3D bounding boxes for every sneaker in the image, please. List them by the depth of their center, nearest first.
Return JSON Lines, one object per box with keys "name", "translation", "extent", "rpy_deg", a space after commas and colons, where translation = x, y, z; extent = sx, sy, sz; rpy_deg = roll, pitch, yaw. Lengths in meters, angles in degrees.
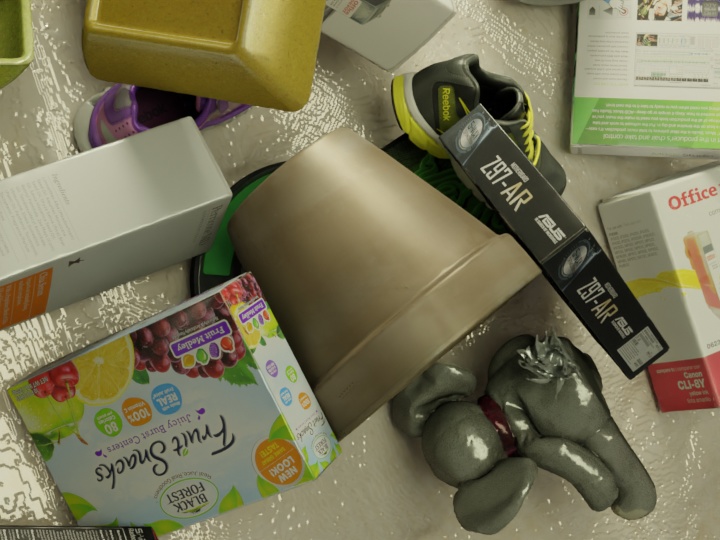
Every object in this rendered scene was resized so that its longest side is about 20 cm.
{"name": "sneaker", "translation": [-0.121, -0.144, 1.119], "extent": [0.200, 0.088, 0.081], "rpy_deg": [-40, 99, -26]}
{"name": "sneaker", "translation": [0.114, -0.108, 1.206], "extent": [0.200, 0.085, 0.075], "rpy_deg": [27, 53, -39]}

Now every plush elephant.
{"name": "plush elephant", "translation": [0.120, 0.131, 1.172], "extent": [0.200, 0.155, 0.165], "rpy_deg": [46, 18, -53]}

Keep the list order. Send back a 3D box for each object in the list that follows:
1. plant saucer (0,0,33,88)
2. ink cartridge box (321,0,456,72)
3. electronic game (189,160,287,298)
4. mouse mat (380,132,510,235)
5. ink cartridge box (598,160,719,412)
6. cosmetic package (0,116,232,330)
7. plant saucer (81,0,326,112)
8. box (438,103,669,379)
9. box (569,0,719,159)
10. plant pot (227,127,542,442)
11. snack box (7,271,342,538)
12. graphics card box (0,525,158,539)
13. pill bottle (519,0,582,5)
{"name": "plant saucer", "translation": [-0.323, -0.175, 0.987], "extent": [0.199, 0.048, 0.200], "rpy_deg": [-2, 41, -14]}
{"name": "ink cartridge box", "translation": [-0.030, -0.262, 1.130], "extent": [0.200, 0.085, 0.146], "rpy_deg": [27, 40, -35]}
{"name": "electronic game", "translation": [-0.039, 0.012, 1.163], "extent": [0.200, 0.042, 0.201], "rpy_deg": [4, 81, -25]}
{"name": "mouse mat", "translation": [0.040, -0.019, 1.192], "extent": [0.200, 0.008, 0.161], "rpy_deg": [-36, 100, -35]}
{"name": "ink cartridge box", "translation": [0.315, 0.009, 1.312], "extent": [0.145, 0.083, 0.200], "rpy_deg": [-19, 91, -27]}
{"name": "cosmetic package", "translation": [-0.200, -0.028, 1.043], "extent": [0.200, 0.101, 0.071], "rpy_deg": [-23, 75, -23]}
{"name": "plant saucer", "translation": [-0.113, -0.221, 1.010], "extent": [0.048, 0.200, 0.200], "rpy_deg": [1, 100, -58]}
{"name": "box", "translation": [0.153, -0.019, 1.154], "extent": [0.044, 0.160, 0.200], "rpy_deg": [-38, 138, 5]}
{"name": "box", "translation": [0.262, -0.199, 1.303], "extent": [0.144, 0.036, 0.201], "rpy_deg": [4, 79, 9]}
{"name": "plant pot", "translation": [0.000, 0.000, 1.063], "extent": [0.200, 0.200, 0.174], "rpy_deg": [-38, 85, -25]}
{"name": "snack box", "translation": [-0.131, 0.104, 1.024], "extent": [0.142, 0.200, 0.053], "rpy_deg": [62, 28, -6]}
{"name": "graphics card box", "translation": [-0.242, 0.233, 0.995], "extent": [0.200, 0.051, 0.126], "rpy_deg": [4, 121, -26]}
{"name": "pill bottle", "translation": [0.167, -0.337, 1.272], "extent": [0.110, 0.111, 0.201], "rpy_deg": [1, 82, -26]}
